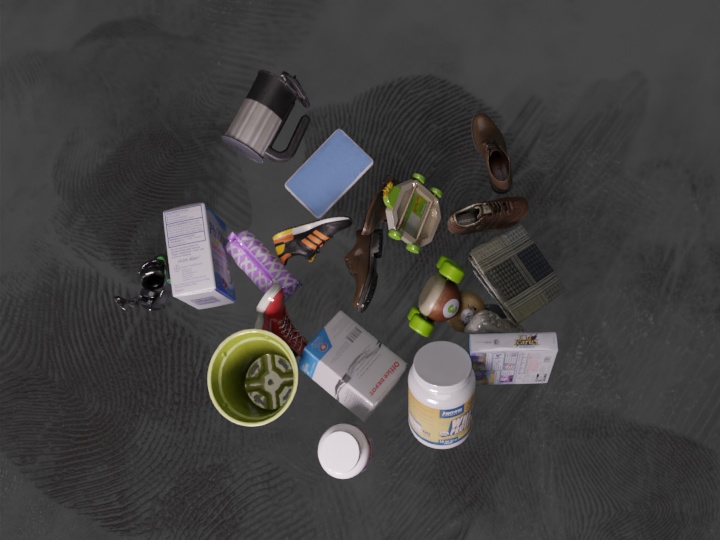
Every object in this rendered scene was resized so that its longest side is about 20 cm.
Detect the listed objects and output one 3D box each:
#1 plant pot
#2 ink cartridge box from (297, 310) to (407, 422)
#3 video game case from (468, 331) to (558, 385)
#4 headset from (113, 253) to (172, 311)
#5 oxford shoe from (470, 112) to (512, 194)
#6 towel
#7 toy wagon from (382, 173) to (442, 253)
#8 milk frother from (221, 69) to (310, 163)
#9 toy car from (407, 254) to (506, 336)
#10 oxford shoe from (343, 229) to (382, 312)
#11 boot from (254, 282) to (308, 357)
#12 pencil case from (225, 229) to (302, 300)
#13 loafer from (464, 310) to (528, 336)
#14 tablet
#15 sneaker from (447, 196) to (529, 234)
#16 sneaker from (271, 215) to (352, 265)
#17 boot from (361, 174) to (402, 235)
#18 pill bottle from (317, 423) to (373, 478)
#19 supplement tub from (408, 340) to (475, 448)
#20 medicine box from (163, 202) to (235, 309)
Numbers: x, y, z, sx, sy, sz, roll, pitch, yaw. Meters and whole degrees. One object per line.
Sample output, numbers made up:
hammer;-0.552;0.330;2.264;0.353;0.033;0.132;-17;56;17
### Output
plant pot;-0.218;0.241;1.688;0.195;0.184;0.205;-1;79;7
ink cartridge box;-0.018;0.212;1.693;0.199;0.084;0.145;37;50;12
video game case;0.321;0.190;1.630;0.177;0.201;0.046;-3;62;5
headset;-0.497;0.037;1.773;0.199;0.093;0.126;-35;50;42
oxford shoe;0.314;-0.288;1.786;0.071;0.084;0.204;-21;76;3
towel;0.348;0.008;1.708;0.198;0.035;0.194;-25;76;-35
toy wagon;0.110;-0.141;1.734;0.039;0.199;0.158;11;73;48
milk frother;-0.218;-0.367;1.802;0.178;0.200;0.191;27;83;7
toy car;0.229;0.091;1.696;0.197;0.158;0.166;30;98;-3
oxford shoe;0.000;0.000;1.766;0.082;0.073;0.204;5;68;9
boot;-0.163;0.120;1.706;0.143;0.201;0.072;38;60;12
pencil case;-0.232;-0.006;1.789;0.200;0.085;0.084;44;99;14
loafer;0.309;0.145;1.673;0.070;0.198;0.071;-38;39;34
tablet;-0.077;-0.236;1.854;0.130;0.014;0.200;43;85;12
sneaker;0.298;-0.128;1.759;0.196;0.076;0.072;-17;77;3
sneaker;-0.107;-0.070;1.804;0.196;0.070;0.092;-15;93;3
boot;0.071;-0.139;1.756;0.095;0.075;0.202;25;49;2
pill bottle;-0.032;0.386;1.630;0.109;0.200;0.114;-1;79;6
supplement tub;0.172;0.264;1.614;0.141;0.203;0.146;-2;42;2
medicine box;-0.370;-0.029;1.759;0.101;0.182;0.205;-10;78;3
